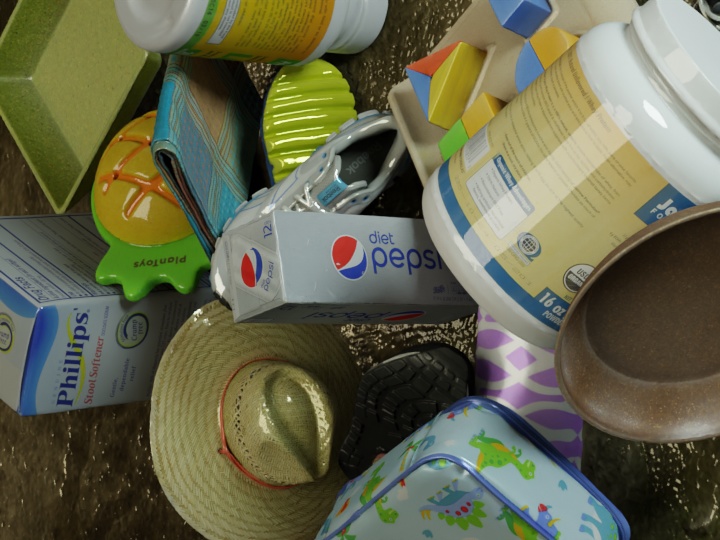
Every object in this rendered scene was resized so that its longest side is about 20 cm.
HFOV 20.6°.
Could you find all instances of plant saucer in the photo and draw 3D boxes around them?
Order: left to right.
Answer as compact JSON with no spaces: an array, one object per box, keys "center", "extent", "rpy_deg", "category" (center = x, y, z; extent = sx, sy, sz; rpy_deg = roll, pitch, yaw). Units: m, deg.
[{"center":[-0.259,-0.187,1.830],"extent":[0.200,0.048,0.200],"rpy_deg":[56,127,32],"category":"plant saucer"},{"center":[0.210,0.025,1.204],"extent":[0.201,0.200,0.037],"rpy_deg":[-54,34,32],"category":"plant saucer"}]

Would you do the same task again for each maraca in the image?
[{"center":[-0.160,-0.056,1.648],"extent":[0.137,0.107,0.200],"rpy_deg":[-10,49,12],"category":"maraca"}]

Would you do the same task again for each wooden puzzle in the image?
[{"center":[0.102,-0.138,1.374],"extent":[0.200,0.046,0.186],"rpy_deg":[-45,42,25],"category":"wooden puzzle"}]

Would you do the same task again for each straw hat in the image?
[{"center":[-0.059,0.114,1.480],"extent":[0.085,0.200,0.202],"rpy_deg":[-7,84,64],"category":"straw hat"}]

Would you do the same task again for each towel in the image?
[{"center":[-0.117,-0.115,1.555],"extent":[0.022,0.147,0.200],"rpy_deg":[-10,45,17],"category":"towel"}]

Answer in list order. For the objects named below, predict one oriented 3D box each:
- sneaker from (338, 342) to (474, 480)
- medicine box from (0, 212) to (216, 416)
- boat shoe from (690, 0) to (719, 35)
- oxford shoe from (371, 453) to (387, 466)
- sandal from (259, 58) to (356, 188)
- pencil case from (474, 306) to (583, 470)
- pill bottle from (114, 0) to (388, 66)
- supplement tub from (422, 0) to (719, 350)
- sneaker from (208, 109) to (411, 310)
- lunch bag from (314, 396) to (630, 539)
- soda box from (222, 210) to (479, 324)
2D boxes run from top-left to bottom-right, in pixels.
[{"center":[0.043,0.086,1.423],"extent":[0.076,0.088,0.200],"rpy_deg":[37,148,3],"category":"sneaker"},{"center":[-0.245,0.032,1.690],"extent":[0.182,0.200,0.103],"rpy_deg":[32,118,43],"category":"medicine box"},{"center":[0.249,-0.181,1.254],"extent":[0.200,0.060,0.074],"rpy_deg":[-45,57,37],"category":"boat shoe"},{"center":[0.019,0.225,1.437],"extent":[0.070,0.075,0.201],"rpy_deg":[27,135,42],"category":"oxford shoe"},{"center":[-0.046,-0.070,1.574],"extent":[0.087,0.079,0.201],"rpy_deg":[139,133,-71],"category":"sandal"},{"center":[0.121,0.079,1.374],"extent":[0.084,0.085,0.201],"rpy_deg":[7,94,34],"category":"pencil case"},{"center":[-0.079,-0.214,1.515],"extent":[0.111,0.200,0.111],"rpy_deg":[-1,89,48],"category":"pill bottle"},{"center":[0.152,-0.062,1.233],"extent":[0.200,0.144,0.145],"rpy_deg":[-42,59,24],"category":"supplement tub"},{"center":[-0.037,-0.051,1.477],"extent":[0.200,0.075,0.087],"rpy_deg":[-47,3,-7],"category":"sneaker"},{"center":[0.070,0.185,1.314],"extent":[0.161,0.083,0.200],"rpy_deg":[41,134,-5],"category":"lunch bag"},{"center":[0.000,0.000,1.423],"extent":[0.063,0.200,0.068],"rpy_deg":[-22,73,47],"category":"soda box"}]
